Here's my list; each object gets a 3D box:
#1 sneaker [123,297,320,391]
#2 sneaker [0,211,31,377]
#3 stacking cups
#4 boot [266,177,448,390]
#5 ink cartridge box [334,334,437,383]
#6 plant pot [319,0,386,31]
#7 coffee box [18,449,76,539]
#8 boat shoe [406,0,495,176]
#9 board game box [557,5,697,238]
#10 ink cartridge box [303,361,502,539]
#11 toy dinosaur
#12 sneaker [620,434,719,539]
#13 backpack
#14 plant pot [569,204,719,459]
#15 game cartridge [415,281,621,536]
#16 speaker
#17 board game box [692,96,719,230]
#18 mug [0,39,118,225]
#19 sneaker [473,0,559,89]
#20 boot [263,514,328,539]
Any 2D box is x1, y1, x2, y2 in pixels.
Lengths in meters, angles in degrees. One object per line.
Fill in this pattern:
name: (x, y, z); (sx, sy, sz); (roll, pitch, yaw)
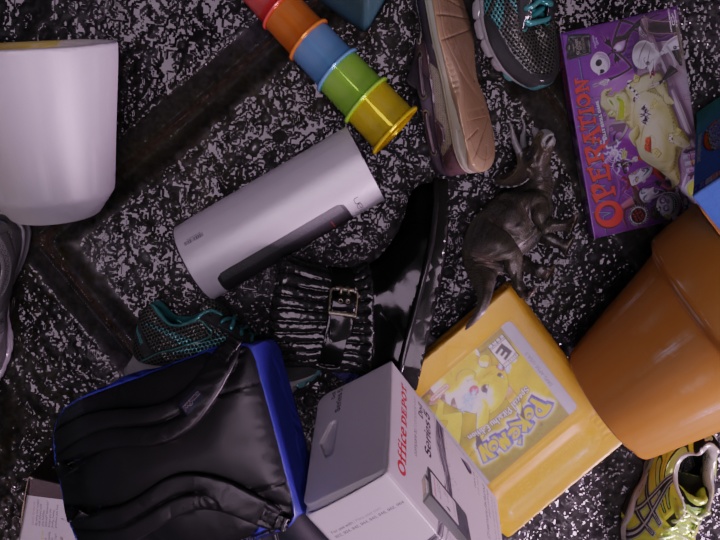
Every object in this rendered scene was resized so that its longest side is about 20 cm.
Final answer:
sneaker: (-0.135, 0.074, 0.840); (0.195, 0.078, 0.093); (4, 95, -4)
sneaker: (-0.380, 0.039, 0.821); (0.073, 0.082, 0.204); (13, 99, -3)
stacking cups: (-0.033, -0.204, 0.792); (0.060, 0.061, 0.200); (-42, 91, 6)
boot: (0.000, 0.000, 0.805); (0.154, 0.080, 0.215); (12, 76, 7)
ink cartridge box: (0.064, 0.120, 0.871); (0.199, 0.037, 0.095); (37, 96, -5)
plant pot: (-0.011, -0.311, 0.713); (0.140, 0.200, 0.143); (33, 98, -7)
coffee box: (-0.222, 0.241, 0.843); (0.196, 0.113, 0.082); (13, 99, -4)
boat shoe: (0.074, -0.188, 0.803); (0.064, 0.071, 0.204); (-12, 95, 36)
board game box: (0.267, -0.144, 0.835); (0.117, 0.032, 0.204); (-12, 100, 5)
ink cartridge box: (0.045, 0.206, 0.744); (0.083, 0.146, 0.201); (-29, 115, 18)
toy dinosaur: (0.145, -0.033, 0.817); (0.101, 0.077, 0.202); (32, 88, 20)
sneaker: (0.320, 0.246, 0.875); (0.074, 0.076, 0.205); (4, 100, -4)
backpack: (-0.146, 0.164, 0.729); (0.196, 0.168, 0.166); (-18, 79, 6)
plant pot: (0.306, 0.075, 0.799); (0.183, 0.201, 0.200); (-41, 98, 21)
game cartridge: (0.141, 0.145, 0.844); (0.176, 0.032, 0.201); (-39, 96, 2)
speaker: (-0.077, -0.056, 0.815); (0.197, 0.081, 0.082); (-29, 99, 3)
board game box: (0.364, -0.064, 0.766); (0.152, 0.201, 0.045); (47, 125, -9)
mug: (-0.298, -0.131, 0.787); (0.147, 0.185, 0.157); (-14, 112, -31)
sneaker: (0.146, -0.266, 0.764); (0.076, 0.091, 0.204); (-23, 102, -21)
boot: (-0.011, 0.271, 0.870); (0.164, 0.077, 0.204); (-11, 106, 4)
